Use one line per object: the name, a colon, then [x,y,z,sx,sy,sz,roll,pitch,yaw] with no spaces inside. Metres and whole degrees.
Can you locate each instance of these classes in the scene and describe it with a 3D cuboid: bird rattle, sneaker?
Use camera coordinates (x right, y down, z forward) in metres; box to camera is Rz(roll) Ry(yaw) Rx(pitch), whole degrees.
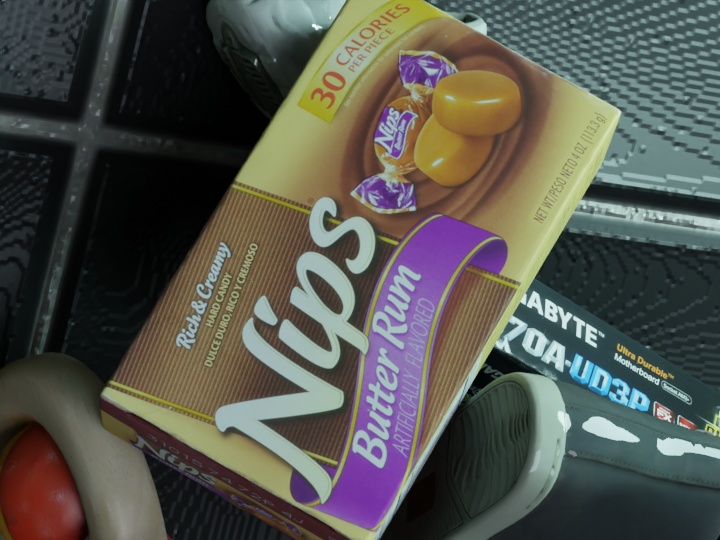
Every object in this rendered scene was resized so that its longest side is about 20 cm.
bird rattle: [-0.113,0.114,1.153,0.113,0.200,0.163,-18,93,-19]
sneaker: [0.024,-0.059,1.212,0.099,0.078,0.200,-39,122,-11]
sneaker: [0.064,0.103,1.168,0.106,0.200,0.075,15,67,-24]

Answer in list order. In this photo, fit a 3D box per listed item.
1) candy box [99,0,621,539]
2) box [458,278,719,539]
candy box: [0.000,0.000,1.105,0.117,0.056,0.200,30,73,6]
box: [0.060,0.074,1.240,0.200,0.159,0.046,30,51,-31]
